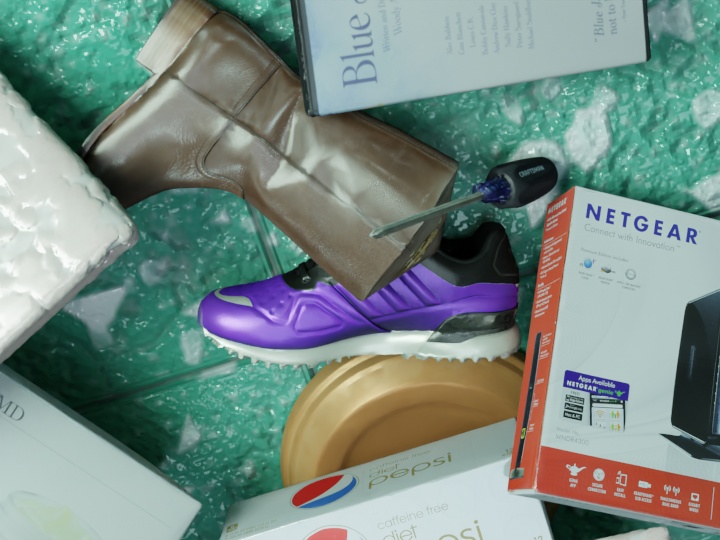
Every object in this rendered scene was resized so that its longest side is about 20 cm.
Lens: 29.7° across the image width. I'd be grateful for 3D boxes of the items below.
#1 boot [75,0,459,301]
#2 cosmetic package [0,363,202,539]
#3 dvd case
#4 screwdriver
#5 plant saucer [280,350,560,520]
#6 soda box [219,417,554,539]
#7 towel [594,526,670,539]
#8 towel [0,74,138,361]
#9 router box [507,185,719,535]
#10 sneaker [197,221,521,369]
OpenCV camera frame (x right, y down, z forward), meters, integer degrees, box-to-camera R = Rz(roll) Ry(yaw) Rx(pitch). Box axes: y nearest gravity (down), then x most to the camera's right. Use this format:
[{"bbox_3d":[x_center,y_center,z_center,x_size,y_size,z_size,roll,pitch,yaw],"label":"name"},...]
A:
[{"bbox_3d":[-0.062,-0.031,0.772,0.199,0.064,0.187,34,108,-2],"label":"boot"},{"bbox_3d":[-0.237,0.161,0.807,0.199,0.123,0.201,37,77,-19],"label":"cosmetic package"},{"bbox_3d":[0.057,-0.169,0.726,0.198,0.018,0.144,-11,105,-10],"label":"dvd case"},{"bbox_3d":[0.058,-0.042,0.744,0.028,0.199,0.029,-4,95,34],"label":"screwdriver"},{"bbox_3d":[0.045,0.133,0.901,0.197,0.038,0.202,-1,116,-2],"label":"plant saucer"},{"bbox_3d":[0.016,0.160,0.850,0.198,0.064,0.069,-18,103,5],"label":"soda box"},{"bbox_3d":[0.112,0.223,0.897,0.198,0.033,0.191,-19,154,7],"label":"towel"},{"bbox_3d":[-0.250,-0.028,0.722,0.191,0.032,0.200,-43,83,-5],"label":"towel"},{"bbox_3d":[0.197,0.061,0.811,0.198,0.049,0.182,12,77,-11],"label":"router box"},{"bbox_3d":[0.000,0.000,0.821,0.197,0.070,0.101,-1,109,-6],"label":"sneaker"}]
